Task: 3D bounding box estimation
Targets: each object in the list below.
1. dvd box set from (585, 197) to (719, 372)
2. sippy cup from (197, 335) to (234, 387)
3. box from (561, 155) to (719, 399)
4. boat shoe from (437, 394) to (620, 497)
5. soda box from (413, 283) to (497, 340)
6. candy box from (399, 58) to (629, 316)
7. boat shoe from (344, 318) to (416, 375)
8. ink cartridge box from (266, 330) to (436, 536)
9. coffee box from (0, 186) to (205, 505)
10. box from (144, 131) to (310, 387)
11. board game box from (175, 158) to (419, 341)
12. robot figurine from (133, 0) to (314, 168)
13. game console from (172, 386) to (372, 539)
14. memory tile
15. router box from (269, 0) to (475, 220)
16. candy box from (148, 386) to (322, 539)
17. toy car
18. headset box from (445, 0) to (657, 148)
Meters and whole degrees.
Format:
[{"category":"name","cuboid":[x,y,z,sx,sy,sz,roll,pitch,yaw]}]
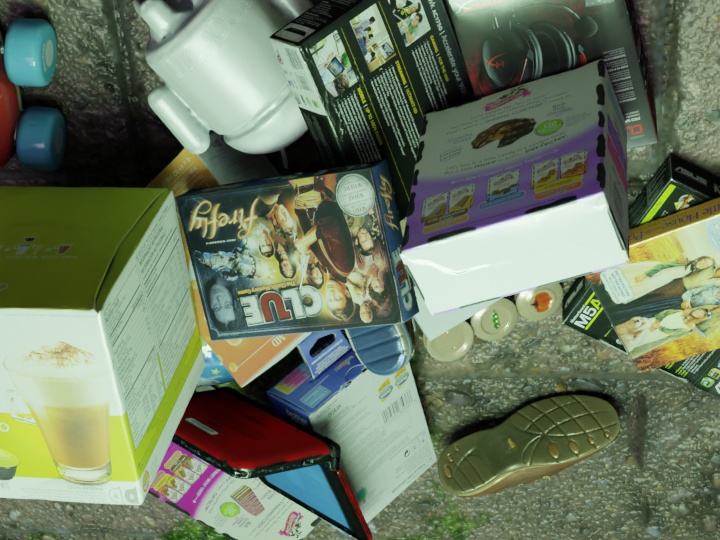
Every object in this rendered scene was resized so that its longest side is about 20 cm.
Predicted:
[{"category":"dvd box set","cuboid":[0.321,0.008,1.393,0.198,0.030,0.147,-20,121,23]},{"category":"sippy cup","cuboid":[-0.184,0.063,1.502,0.129,0.178,0.141,-2,104,5]},{"category":"box","cuboid":[0.323,0.013,1.444,0.192,0.048,0.201,26,126,-8]},{"category":"boat shoe","cuboid":[0.181,0.187,1.588,0.198,0.073,0.068,-22,154,14]},{"category":"soda box","cuboid":[0.126,-0.023,1.389,0.199,0.068,0.064,-32,123,3]},{"category":"candy box","cuboid":[0.129,-0.071,1.219,0.166,0.201,0.072,-16,124,21]},{"category":"boat shoe","cuboid":[0.000,0.000,1.460,0.072,0.072,0.202,-15,97,23]},{"category":"ink cartridge box","cuboid":[-0.009,0.146,1.529,0.076,0.136,0.202,23,140,42]},{"category":"coffee box","cuboid":[-0.267,0.059,1.308,0.197,0.201,0.200,1,122,13]},{"category":"box","cuboid":[-0.113,-0.016,1.410,0.124,0.097,0.201,-40,87,31]},{"category":"board game box","cuboid":[-0.056,-0.015,1.304,0.198,0.035,0.137,-7,103,29]},{"category":"robot figurine","cuboid":[-0.110,-0.183,1.321,0.170,0.113,0.200,-44,113,5]},{"category":"game console","cuboid":[-0.106,0.199,1.474,0.171,0.199,0.120,-7,107,-38]},{"category":"memory tile","cuboid":[0.111,-0.013,1.441,0.152,0.017,0.201,-21,124,-4]},{"category":"router box","cuboid":[0.023,-0.152,1.311,0.149,0.051,0.201,-37,124,-21]},{"category":"candy box","cuboid":[-0.134,0.224,1.657,0.199,0.061,0.137,33,124,-15]},{"category":"toy car","cuboid":[-0.383,-0.127,1.349,0.182,0.201,0.178,5,127,5]},{"category":"headset box","cuboid":[0.171,-0.180,1.305,0.147,0.075,0.201,-10,124,16]}]
